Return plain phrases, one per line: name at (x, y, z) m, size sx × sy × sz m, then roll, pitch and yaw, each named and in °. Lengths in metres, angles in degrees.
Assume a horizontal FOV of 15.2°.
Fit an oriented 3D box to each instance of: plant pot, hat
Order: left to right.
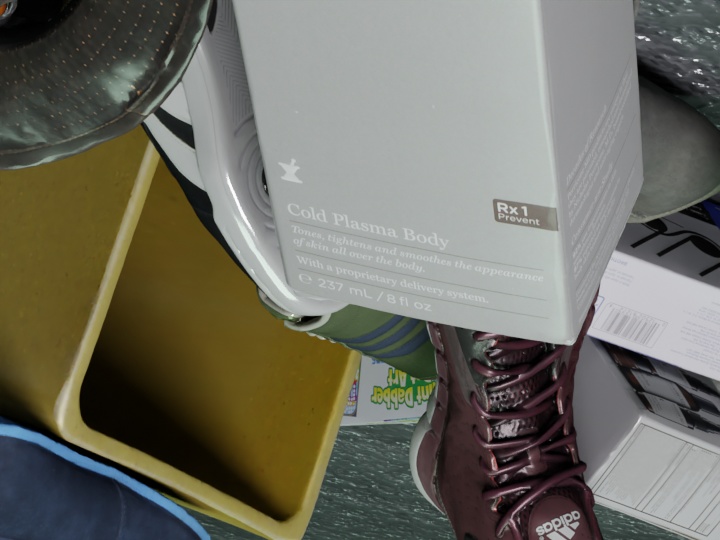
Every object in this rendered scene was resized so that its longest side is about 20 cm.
hat at (-0.113, -0.138, 0.855) m, size 0.200 × 0.201 × 0.081 m, roll 5°, pitch -154°, yaw 29°
plant pot at (-0.123, -0.012, 1.189) m, size 0.199 × 0.195 × 0.195 m, roll 11°, pitch 167°, yaw 34°

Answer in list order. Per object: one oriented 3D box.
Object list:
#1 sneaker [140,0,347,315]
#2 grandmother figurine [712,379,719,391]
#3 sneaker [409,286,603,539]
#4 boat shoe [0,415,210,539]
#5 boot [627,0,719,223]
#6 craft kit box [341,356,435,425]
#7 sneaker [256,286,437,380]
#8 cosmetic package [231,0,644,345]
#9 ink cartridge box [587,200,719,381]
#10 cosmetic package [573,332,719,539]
sneaker at (-0.067, -0.078, 0.971) m, size 0.112 × 0.073 × 0.200 m, roll 1°, pitch 119°, yaw 55°
grandmother figurine at (0.239, 0.066, 1.294) m, size 0.199 × 0.122 × 0.061 m, roll -5°, pitch -175°, yaw -4°
sneaker at (0.073, 0.060, 1.054) m, size 0.075 × 0.116 × 0.200 m, roll -13°, pitch 140°, yaw -13°
boat shoe at (-0.133, 0.104, 1.092) m, size 0.084 × 0.069 × 0.200 m, roll 17°, pitch 170°, yaw 34°
boot at (0.080, -0.068, 1.008) m, size 0.182 × 0.073 × 0.200 m, roll 18°, pitch 167°, yaw 47°
craft kit box at (0.104, 0.054, 1.398) m, size 0.199 × 0.049 × 0.197 m, roll 0°, pitch 178°, yaw -31°
sneaker at (0.000, 0.000, 1.140) m, size 0.090 × 0.067 × 0.200 m, roll -7°, pitch 161°, yaw -2°
cosmetic package at (0.024, -0.080, 0.827) m, size 0.106 × 0.090 × 0.200 m, roll 10°, pitch 141°, yaw 21°
ink cartridge box at (0.144, 0.004, 1.183) m, size 0.199 × 0.044 × 0.094 m, roll 20°, pitch -155°, yaw -25°
cosmetic package at (0.103, 0.034, 1.199) m, size 0.082 × 0.051 × 0.200 m, roll 24°, pitch -158°, yaw -34°
